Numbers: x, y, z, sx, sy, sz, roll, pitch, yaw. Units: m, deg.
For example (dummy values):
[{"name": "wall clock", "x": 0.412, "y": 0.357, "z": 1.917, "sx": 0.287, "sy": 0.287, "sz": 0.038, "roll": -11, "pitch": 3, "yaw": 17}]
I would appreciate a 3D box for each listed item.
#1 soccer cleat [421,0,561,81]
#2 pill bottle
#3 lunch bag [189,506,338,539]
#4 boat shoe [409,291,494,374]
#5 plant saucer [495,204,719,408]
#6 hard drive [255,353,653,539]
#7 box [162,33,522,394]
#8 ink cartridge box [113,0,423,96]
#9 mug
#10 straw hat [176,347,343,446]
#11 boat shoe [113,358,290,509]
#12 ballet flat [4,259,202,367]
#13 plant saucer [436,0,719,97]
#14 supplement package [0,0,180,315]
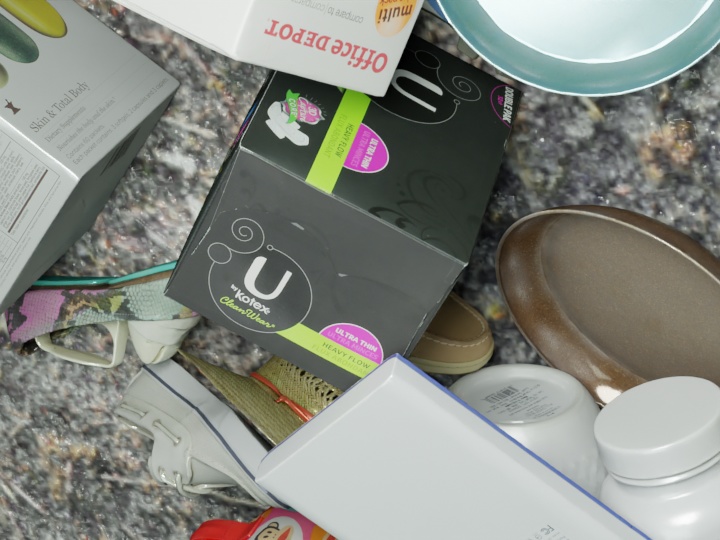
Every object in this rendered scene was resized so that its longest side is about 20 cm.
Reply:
[{"name": "soccer cleat", "x": 0.042, "y": -0.192, "z": 1.337, "sx": 0.200, "sy": 0.070, "sz": 0.087, "roll": 28, "pitch": 111, "yaw": 4}, {"name": "pill bottle", "x": 0.209, "y": 0.171, "z": 1.382, "sx": 0.108, "sy": 0.109, "sz": 0.200, "roll": -8, "pitch": 116, "yaw": 27}, {"name": "lunch bag", "x": -0.054, "y": 0.245, "z": 1.594, "sx": 0.176, "sy": 0.082, "sz": 0.200, "roll": 43, "pitch": 140, "yaw": -4}, {"name": "boat shoe", "x": 0.000, "y": 0.000, "z": 1.454, "sx": 0.200, "sy": 0.071, "sz": 0.065, "roll": 27, "pitch": 126, "yaw": 9}, {"name": "plant saucer", "x": 0.175, "y": 0.029, "z": 1.380, "sx": 0.200, "sy": 0.032, "sz": 0.200, "roll": 28, "pitch": 148, "yaw": 19}, {"name": "hard drive", "x": 0.055, "y": 0.142, "z": 1.324, "sx": 0.200, "sy": 0.025, "sz": 0.132, "roll": 36, "pitch": 129, "yaw": -18}, {"name": "box", "x": -0.007, "y": -0.048, "z": 1.338, "sx": 0.148, "sy": 0.200, "sz": 0.124, "roll": 27, "pitch": 125, "yaw": -5}, {"name": "ink cartridge box", "x": -0.039, "y": -0.218, "z": 1.230, "sx": 0.144, "sy": 0.147, "sz": 0.200, "roll": 29, "pitch": 102, "yaw": 34}, {"name": "mug", "x": 0.080, "y": 0.164, "z": 1.441, "sx": 0.148, "sy": 0.200, "sz": 0.176, "roll": 34, "pitch": 133, "yaw": 55}, {"name": "straw hat", "x": -0.026, "y": 0.088, "z": 1.500, "sx": 0.201, "sy": 0.201, "sz": 0.085, "roll": 44, "pitch": 85, "yaw": -5}, {"name": "boat shoe", "x": -0.108, "y": 0.121, "z": 1.509, "sx": 0.200, "sy": 0.070, "sz": 0.071, "roll": 35, "pitch": 171, "yaw": 50}, {"name": "ballet flat", "x": -0.163, "y": 0.030, "z": 1.537, "sx": 0.200, "sy": 0.069, "sz": 0.071, "roll": -7, "pitch": 91, "yaw": 34}, {"name": "plant saucer", "x": 0.132, "y": -0.200, "z": 1.271, "sx": 0.199, "sy": 0.027, "sz": 0.201, "roll": 1, "pitch": 99, "yaw": 8}, {"name": "supplement package", "x": -0.257, "y": -0.103, "z": 1.460, "sx": 0.200, "sy": 0.152, "sz": 0.151, "roll": 38, "pitch": 126, "yaw": 0}]
